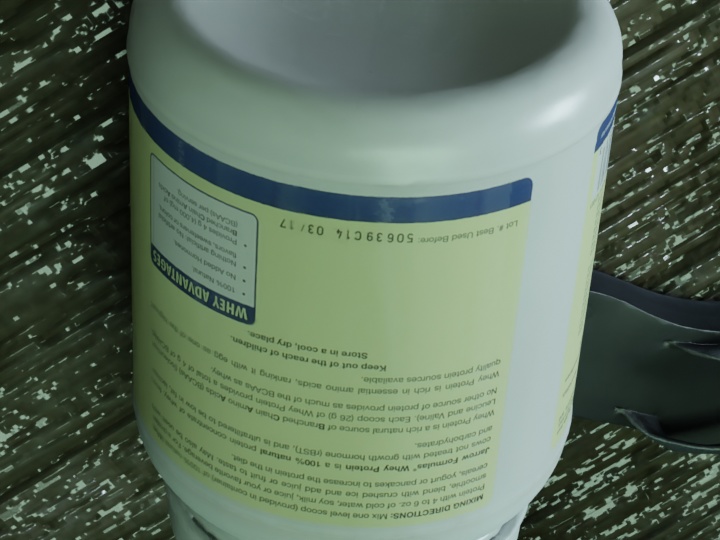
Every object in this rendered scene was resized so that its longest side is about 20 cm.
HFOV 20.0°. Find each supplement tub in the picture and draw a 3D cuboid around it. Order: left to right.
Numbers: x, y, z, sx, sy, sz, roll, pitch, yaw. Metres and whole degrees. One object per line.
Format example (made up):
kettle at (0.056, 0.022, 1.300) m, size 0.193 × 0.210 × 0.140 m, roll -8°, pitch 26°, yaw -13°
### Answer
supplement tub at (0.000, 0.000, 0.644) m, size 0.145 × 0.145 × 0.200 m, roll -7°, pitch 128°, yaw -14°

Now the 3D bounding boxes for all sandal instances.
sandal at (0.136, 0.046, 0.793) m, size 0.200 × 0.043 × 0.076 m, roll 7°, pitch 123°, yaw -24°
